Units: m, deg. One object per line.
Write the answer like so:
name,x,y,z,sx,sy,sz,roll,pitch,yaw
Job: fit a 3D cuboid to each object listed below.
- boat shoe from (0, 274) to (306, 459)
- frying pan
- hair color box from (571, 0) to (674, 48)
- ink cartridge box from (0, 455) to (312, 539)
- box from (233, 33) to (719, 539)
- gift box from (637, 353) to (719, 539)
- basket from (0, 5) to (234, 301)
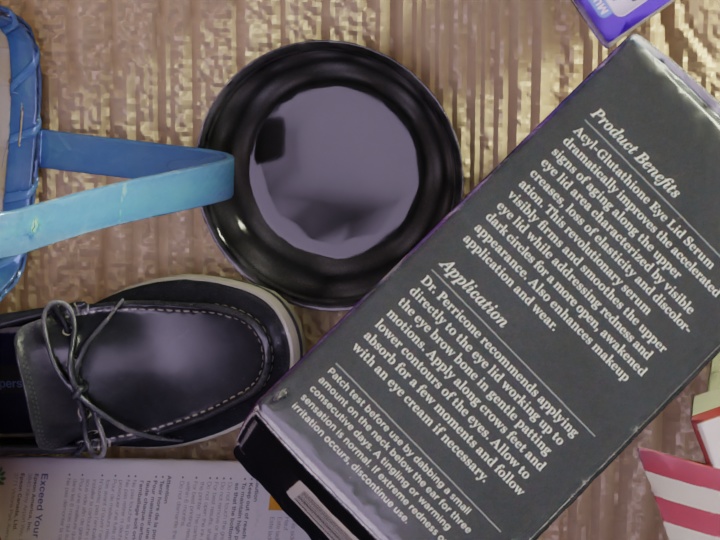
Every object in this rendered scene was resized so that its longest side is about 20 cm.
boat shoe,-0.120,0.046,0.961,0.199,0.062,0.075,-6,99,17
frying pan,0.012,-0.012,0.947,0.115,0.031,0.190,-39,94,18
hair color box,0.161,-0.169,0.849,0.200,0.109,0.065,-33,95,15
ink cartridge box,-0.094,0.177,0.940,0.199,0.043,0.197,0,71,21
box,0.059,0.028,0.852,0.104,0.148,0.200,45,78,3
gift box,0.217,0.076,0.846,0.184,0.187,0.200,-26,96,14
basket,-0.172,-0.040,0.907,0.199,0.176,0.140,6,101,31
